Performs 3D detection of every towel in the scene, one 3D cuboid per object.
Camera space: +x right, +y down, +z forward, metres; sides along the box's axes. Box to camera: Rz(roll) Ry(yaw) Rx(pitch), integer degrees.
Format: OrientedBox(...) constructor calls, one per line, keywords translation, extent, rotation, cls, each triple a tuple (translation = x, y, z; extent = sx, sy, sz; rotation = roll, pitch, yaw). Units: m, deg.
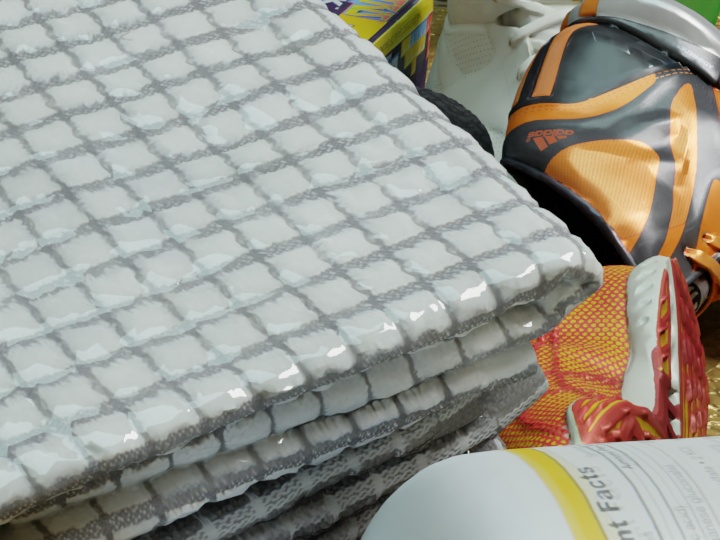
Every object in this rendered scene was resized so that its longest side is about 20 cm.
OrientedBox(translation=(-0.073, 0.009, 0.514), extent=(0.200, 0.086, 0.166), rotation=(-22, 49, -29), cls="towel")

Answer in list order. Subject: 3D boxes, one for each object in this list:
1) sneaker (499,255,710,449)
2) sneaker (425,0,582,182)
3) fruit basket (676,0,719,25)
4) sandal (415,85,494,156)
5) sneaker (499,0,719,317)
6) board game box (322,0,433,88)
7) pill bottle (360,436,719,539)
OrientedBox(translation=(0.051, 0.056, 0.627), extent=(0.077, 0.073, 0.200), rotation=(-13, 14, 15), cls="sneaker")
OrientedBox(translation=(0.068, -0.074, 0.865), extent=(0.074, 0.116, 0.200), rotation=(-1, 24, -17), cls="sneaker")
OrientedBox(translation=(0.099, -0.209, 1.086), extent=(0.215, 0.216, 0.155), rotation=(-10, 26, -33), cls="fruit basket")
OrientedBox(translation=(0.000, 0.000, 0.763), extent=(0.075, 0.045, 0.200), rotation=(14, 38, -2), cls="sandal")
OrientedBox(translation=(0.133, -0.002, 0.767), extent=(0.200, 0.078, 0.112), rotation=(28, 56, 5), cls="sneaker")
OrientedBox(translation=(-0.075, -0.077, 0.923), extent=(0.165, 0.057, 0.200), rotation=(12, 23, 13), cls="board game box")
OrientedBox(translation=(0.062, 0.089, 0.461), extent=(0.200, 0.112, 0.112), rotation=(-3, 23, -16), cls="pill bottle")
